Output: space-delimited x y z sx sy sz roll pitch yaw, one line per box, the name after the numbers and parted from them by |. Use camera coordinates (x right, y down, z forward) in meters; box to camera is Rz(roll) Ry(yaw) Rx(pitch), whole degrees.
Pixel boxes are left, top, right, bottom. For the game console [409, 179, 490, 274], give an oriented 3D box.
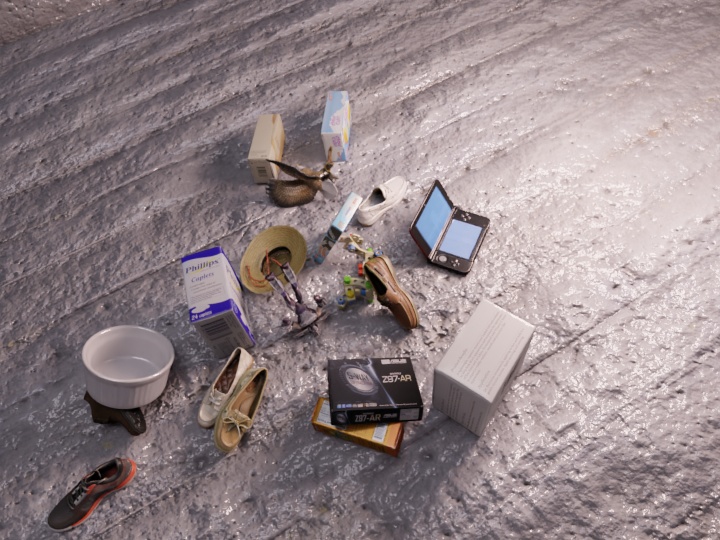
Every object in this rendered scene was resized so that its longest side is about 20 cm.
0.242 -0.117 1.438 0.170 0.119 0.202 19 60 20 | game console

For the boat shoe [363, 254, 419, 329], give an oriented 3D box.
0.069 0.063 1.326 0.067 0.072 0.202 -25 80 -40 | boat shoe

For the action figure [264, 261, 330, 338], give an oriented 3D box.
-0.155 0.083 1.337 0.129 0.069 0.202 -36 100 -14 | action figure

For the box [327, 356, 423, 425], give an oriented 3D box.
0.027 0.261 1.191 0.196 0.044 0.161 -1 32 -6 | box

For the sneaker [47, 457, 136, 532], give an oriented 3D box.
-0.586 0.467 1.160 0.199 0.082 0.077 -39 59 -19 | sneaker

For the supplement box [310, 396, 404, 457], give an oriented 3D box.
-0.006 0.339 1.183 0.197 0.067 0.070 14 60 17 | supplement box

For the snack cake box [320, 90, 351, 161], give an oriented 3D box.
-0.074 -0.459 1.722 0.066 0.116 0.203 0 55 7 | snack cake box

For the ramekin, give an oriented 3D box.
-0.543 0.227 1.268 0.197 0.099 0.201 14 27 -7 | ramekin

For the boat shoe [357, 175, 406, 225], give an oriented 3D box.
0.065 -0.214 1.559 0.070 0.070 0.200 29 63 27 | boat shoe

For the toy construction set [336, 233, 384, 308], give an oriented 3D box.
0.000 0.000 1.412 0.128 0.092 0.203 -4 65 5 | toy construction set

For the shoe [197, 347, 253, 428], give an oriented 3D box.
-0.325 0.272 1.280 0.069 0.054 0.202 17 59 19 | shoe

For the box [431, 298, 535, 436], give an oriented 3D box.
0.257 0.209 1.158 0.130 0.201 0.200 29 63 23 | box

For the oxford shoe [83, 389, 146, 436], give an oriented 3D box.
-0.576 0.334 1.270 0.198 0.073 0.085 30 78 28 | oxford shoe

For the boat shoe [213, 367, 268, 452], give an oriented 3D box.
-0.268 0.308 1.225 0.073 0.062 0.202 33 54 -22 | boat shoe

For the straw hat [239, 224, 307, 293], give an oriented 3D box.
-0.218 -0.014 1.448 0.197 0.085 0.204 -8 61 15 | straw hat

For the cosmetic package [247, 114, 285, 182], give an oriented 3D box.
-0.291 -0.382 1.696 0.070 0.106 0.203 0 56 6 | cosmetic package

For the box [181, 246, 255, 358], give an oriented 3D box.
-0.349 0.078 1.339 0.103 0.185 0.202 -19 55 -5 | box

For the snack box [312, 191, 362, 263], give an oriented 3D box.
-0.064 -0.109 1.428 0.037 0.200 0.117 32 61 -5 | snack box

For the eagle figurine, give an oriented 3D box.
-0.173 -0.269 1.590 0.197 0.155 0.150 -19 16 -26 | eagle figurine
